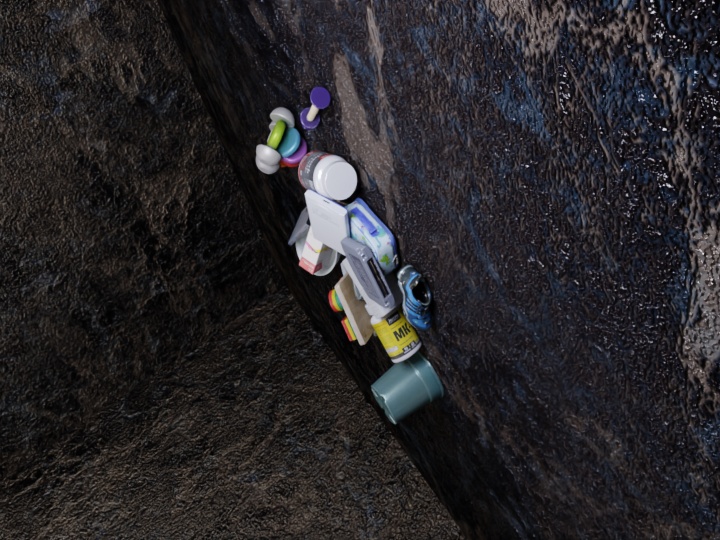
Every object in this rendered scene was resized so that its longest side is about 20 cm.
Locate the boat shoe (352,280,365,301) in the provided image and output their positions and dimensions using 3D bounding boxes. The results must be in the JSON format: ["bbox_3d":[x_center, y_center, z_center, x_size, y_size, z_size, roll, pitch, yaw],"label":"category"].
[{"bbox_3d":[0.000,0.000,1.694,0.072,0.069,0.206,-42,53,40],"label":"boat shoe"}]

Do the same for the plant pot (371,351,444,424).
[{"bbox_3d":[0.150,0.398,1.848,0.202,0.193,0.201,53,167,18],"label":"plant pot"}]

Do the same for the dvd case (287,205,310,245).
[{"bbox_3d":[-0.189,-0.180,1.878,0.017,0.147,0.199,27,153,-16],"label":"dvd case"}]

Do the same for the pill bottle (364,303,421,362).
[{"bbox_3d":[0.100,0.174,1.721,0.204,0.112,0.114,59,166,-5],"label":"pill bottle"}]

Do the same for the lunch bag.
[{"bbox_3d":[0.025,-0.089,1.498,0.201,0.081,0.163,49,165,35],"label":"lunch bag"}]

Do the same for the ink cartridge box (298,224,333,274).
[{"bbox_3d":[-0.128,-0.103,1.838,0.066,0.116,0.205,30,122,16],"label":"ink cartridge box"}]

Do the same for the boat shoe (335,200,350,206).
[{"bbox_3d":[-0.071,-0.216,1.666,0.066,0.058,0.201,21,-158,-43],"label":"boat shoe"}]

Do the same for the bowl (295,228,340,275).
[{"bbox_3d":[-0.136,-0.092,1.984,0.196,0.089,0.209,13,112,34],"label":"bowl"}]

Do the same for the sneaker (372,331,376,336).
[{"bbox_3d":[0.076,0.188,1.938,0.200,0.080,0.084,-35,-70,-89],"label":"sneaker"}]

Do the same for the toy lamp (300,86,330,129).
[{"bbox_3d":[-0.120,-0.410,1.404,0.059,0.057,0.199,59,164,-5],"label":"toy lamp"}]

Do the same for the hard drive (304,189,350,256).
[{"bbox_3d":[-0.085,-0.127,1.509,0.129,0.026,0.202,29,155,18],"label":"hard drive"}]

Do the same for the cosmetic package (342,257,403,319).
[{"bbox_3d":[0.042,0.028,1.626,0.204,0.100,0.071,59,154,1],"label":"cosmetic package"}]

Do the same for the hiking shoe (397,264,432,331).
[{"bbox_3d":[0.151,0.087,1.433,0.086,0.073,0.204,38,155,56],"label":"hiking shoe"}]

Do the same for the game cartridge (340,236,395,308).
[{"bbox_3d":[0.017,0.003,1.485,0.132,0.041,0.204,24,147,55],"label":"game cartridge"}]

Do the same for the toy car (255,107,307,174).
[{"bbox_3d":[-0.239,-0.390,1.718,0.146,0.180,0.200,23,169,-8],"label":"toy car"}]

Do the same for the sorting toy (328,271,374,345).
[{"bbox_3d":[-0.022,0.108,1.738,0.204,0.068,0.200,66,-154,-12],"label":"sorting toy"}]

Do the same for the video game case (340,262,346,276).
[{"bbox_3d":[-0.014,0.098,1.966,0.184,0.022,0.204,60,-168,-49],"label":"video game case"}]

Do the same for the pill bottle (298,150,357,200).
[{"bbox_3d":[-0.088,-0.257,1.484,0.199,0.114,0.118,33,152,60],"label":"pill bottle"}]

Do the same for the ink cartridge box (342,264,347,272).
[{"bbox_3d":[0.017,0.052,1.876,0.204,0.058,0.104,62,168,-10],"label":"ink cartridge box"}]
